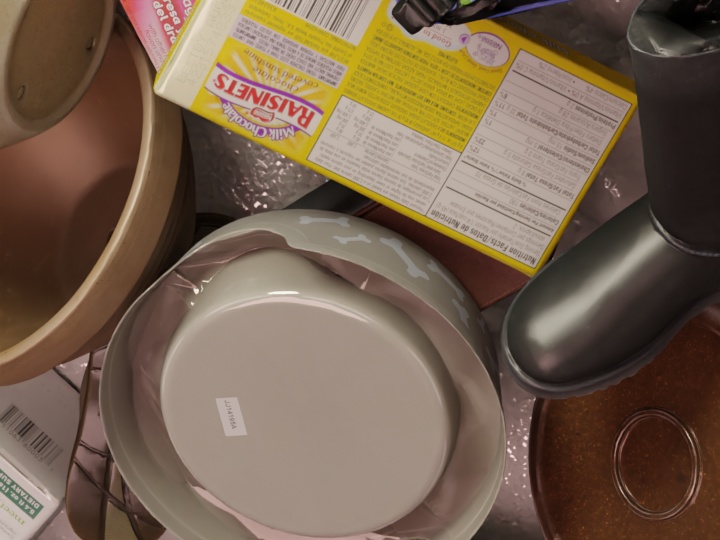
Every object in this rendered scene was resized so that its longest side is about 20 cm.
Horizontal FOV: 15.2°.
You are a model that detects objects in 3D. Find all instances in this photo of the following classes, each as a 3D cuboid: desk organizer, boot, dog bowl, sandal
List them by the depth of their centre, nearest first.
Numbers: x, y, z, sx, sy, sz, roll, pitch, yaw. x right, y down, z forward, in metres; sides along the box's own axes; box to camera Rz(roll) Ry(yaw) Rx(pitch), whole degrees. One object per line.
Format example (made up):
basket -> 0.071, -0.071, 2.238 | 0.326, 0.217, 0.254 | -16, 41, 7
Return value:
boot -> 0.130, -0.041, 1.161 | 0.066, 0.164, 0.200 | 50, 164, 24
dog bowl -> -0.023, 0.059, 1.298 | 0.198, 0.059, 0.201 | 7, 123, 10
desk organizer -> 0.000, 0.000, 1.332 | 0.199, 0.072, 0.077 | -30, 108, 29
sandal -> -0.107, 0.056, 1.445 | 0.081, 0.055, 0.201 | 15, 111, -3

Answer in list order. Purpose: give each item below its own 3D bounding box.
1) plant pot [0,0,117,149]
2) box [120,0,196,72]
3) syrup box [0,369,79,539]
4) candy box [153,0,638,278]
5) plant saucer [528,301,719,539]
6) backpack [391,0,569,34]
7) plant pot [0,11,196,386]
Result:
plant pot -> -0.195, -0.131, 1.279 | 0.134, 0.200, 0.202 | 24, 127, 22
box -> -0.079, -0.202, 1.251 | 0.095, 0.100, 0.201 | -15, 110, 33
syrup box -> -0.227, 0.142, 1.547 | 0.079, 0.081, 0.200 | 42, 127, 0
candy box -> 0.018, -0.082, 1.216 | 0.199, 0.026, 0.103 | 26, 114, -13
plant saucer -> 0.149, 0.091, 1.288 | 0.199, 0.034, 0.202 | -1, 89, 44
backpack -> 0.099, -0.208, 1.133 | 0.198, 0.135, 0.184 | -7, 117, 11
plant pot -> -0.150, -0.029, 1.371 | 0.200, 0.202, 0.092 | -17, 150, 34
